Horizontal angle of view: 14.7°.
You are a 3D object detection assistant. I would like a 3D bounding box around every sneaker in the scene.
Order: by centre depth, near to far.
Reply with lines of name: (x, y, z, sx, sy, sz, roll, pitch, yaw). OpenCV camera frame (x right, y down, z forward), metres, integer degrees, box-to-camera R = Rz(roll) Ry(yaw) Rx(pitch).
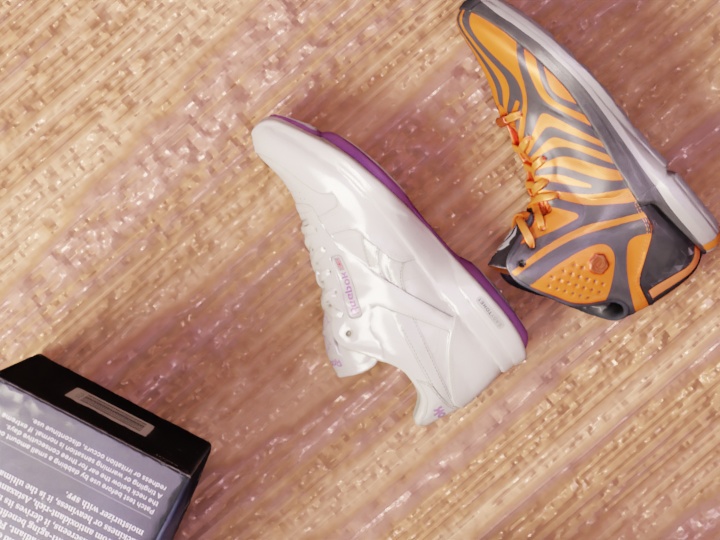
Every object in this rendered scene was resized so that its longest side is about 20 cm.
sneaker: (0.100, -0.055, 1.557, 0.112, 0.078, 0.200, -42, 90, 0)
sneaker: (0.000, 0.000, 1.560, 0.100, 0.075, 0.200, -43, 90, 0)

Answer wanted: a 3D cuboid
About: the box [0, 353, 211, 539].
box: (-0.178, 0.163, 1.504, 0.123, 0.200, 0.198, 28, 92, 0)
